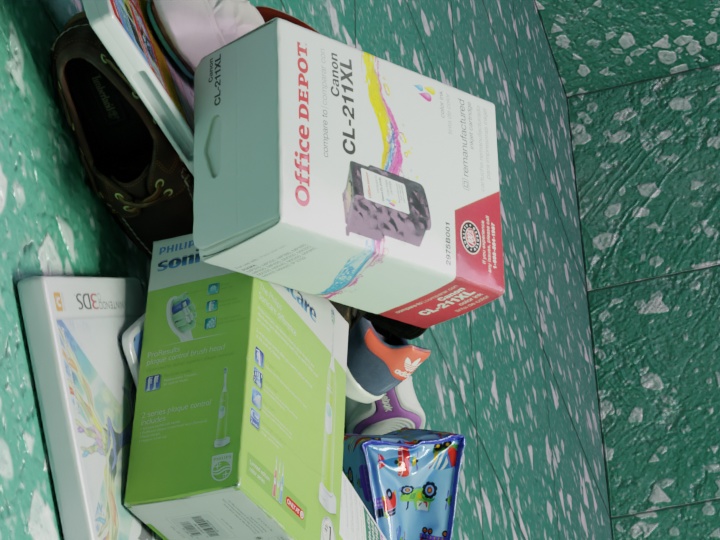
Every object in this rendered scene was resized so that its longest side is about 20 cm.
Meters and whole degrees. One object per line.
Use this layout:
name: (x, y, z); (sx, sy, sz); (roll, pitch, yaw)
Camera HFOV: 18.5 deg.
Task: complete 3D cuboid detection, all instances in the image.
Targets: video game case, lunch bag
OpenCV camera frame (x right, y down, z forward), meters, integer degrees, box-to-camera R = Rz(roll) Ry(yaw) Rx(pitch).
video game case: (-0.142, -0.148, 1.435); (0.200, 0.017, 0.143); (59, 8, -52)
video game case: (-0.158, 0.103, 1.398); (0.182, 0.022, 0.200); (2, 77, -77)
lunch bag: (0.030, 0.238, 1.882); (0.151, 0.094, 0.200); (172, -85, -74)

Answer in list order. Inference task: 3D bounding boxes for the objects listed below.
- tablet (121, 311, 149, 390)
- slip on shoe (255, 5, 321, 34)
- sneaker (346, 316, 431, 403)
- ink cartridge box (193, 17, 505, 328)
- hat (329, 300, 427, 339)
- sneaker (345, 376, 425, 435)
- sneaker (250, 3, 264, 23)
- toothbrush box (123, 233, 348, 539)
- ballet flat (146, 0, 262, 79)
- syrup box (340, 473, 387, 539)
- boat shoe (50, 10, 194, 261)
tablet: (-0.109, 0.116, 1.492); (0.130, 0.014, 0.200); (-47, 123, -65)
slip on shoe: (-0.057, -0.180, 1.849); (0.200, 0.074, 0.061); (47, -14, 49)
sneaker: (0.000, 0.000, 1.728); (0.075, 0.084, 0.200); (10, 55, -58)
ink cartridge box: (-0.006, -0.060, 1.439); (0.200, 0.083, 0.146); (17, 62, -40)
hat: (-0.045, -0.004, 1.584); (0.201, 0.081, 0.201); (41, -19, 17)
sneaker: (0.017, 0.091, 2.017); (0.200, 0.075, 0.100); (87, -4, -50)
sneaker: (-0.081, -0.126, 1.786); (0.088, 0.075, 0.200); (-28, 118, -49)
toothbrush box: (-0.076, 0.091, 1.450); (0.146, 0.086, 0.200); (50, 36, -50)
ballet flat: (-0.092, -0.158, 1.532); (0.200, 0.069, 0.070); (49, 32, -72)
syrup box: (-0.035, 0.215, 1.707); (0.200, 0.081, 0.079); (60, 24, -52)
boat shoe: (-0.153, -0.074, 1.476); (0.070, 0.070, 0.200); (-93, 158, -62)
